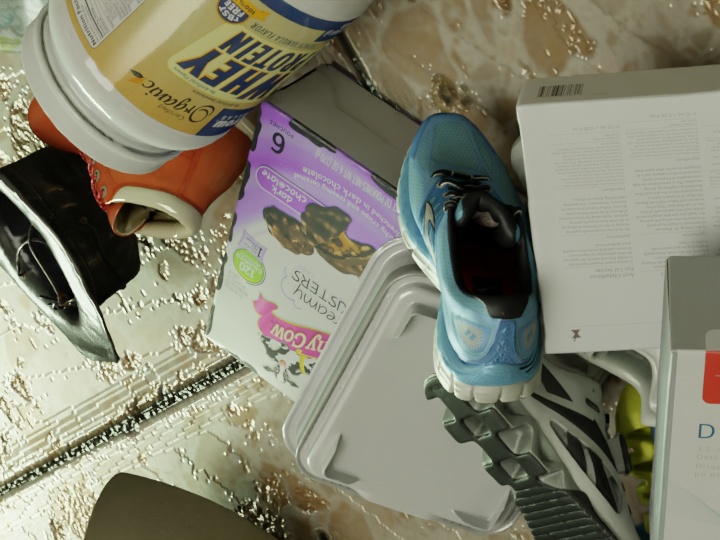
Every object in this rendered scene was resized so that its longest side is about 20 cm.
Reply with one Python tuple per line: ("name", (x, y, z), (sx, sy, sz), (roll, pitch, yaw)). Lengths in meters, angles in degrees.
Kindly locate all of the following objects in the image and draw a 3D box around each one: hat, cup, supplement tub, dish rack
("hat", (-0.205, -0.034, 1.926), (0.201, 0.081, 0.201), (47, 164, 17))
("cup", (-0.110, 0.247, 1.953), (0.142, 0.201, 0.202), (4, 119, 10))
("supplement tub", (-0.099, -0.163, 1.698), (0.200, 0.144, 0.145), (-39, 85, 31))
("dish rack", (0.057, 0.081, 1.719), (0.171, 0.044, 0.201), (19, 127, -13))

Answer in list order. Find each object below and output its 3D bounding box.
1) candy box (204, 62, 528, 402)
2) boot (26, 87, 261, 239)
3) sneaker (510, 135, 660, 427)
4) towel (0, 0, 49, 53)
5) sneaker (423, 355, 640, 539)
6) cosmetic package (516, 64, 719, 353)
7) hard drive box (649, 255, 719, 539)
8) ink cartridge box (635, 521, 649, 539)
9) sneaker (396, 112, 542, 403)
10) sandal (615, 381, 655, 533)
("candy box", (0.000, 0.000, 1.780), (0.167, 0.071, 0.201), (34, 131, 22))
("boot", (-0.161, -0.077, 1.846), (0.199, 0.108, 0.075), (10, 156, 40))
("sneaker", (0.147, 0.003, 1.634), (0.201, 0.080, 0.070), (51, 164, 11))
("towel", (-0.186, -0.226, 1.778), (0.170, 0.048, 0.201), (3, 121, -1))
("sneaker", (0.128, 0.110, 1.645), (0.074, 0.089, 0.200), (-13, 117, 53))
("cosmetic package", (0.193, -0.035, 1.543), (0.199, 0.052, 0.152), (-3, 111, 11))
("hard drive box", (0.239, 0.090, 1.536), (0.155, 0.077, 0.201), (1, 133, 4))
("ink cartridge box", (0.124, 0.251, 1.694), (0.084, 0.199, 0.145), (-34, 75, 50))
("sneaker", (0.072, -0.023, 1.607), (0.090, 0.078, 0.201), (98, 164, -46))
("sandal", (0.216, 0.154, 1.672), (0.087, 0.079, 0.201), (-5, 111, 39))
